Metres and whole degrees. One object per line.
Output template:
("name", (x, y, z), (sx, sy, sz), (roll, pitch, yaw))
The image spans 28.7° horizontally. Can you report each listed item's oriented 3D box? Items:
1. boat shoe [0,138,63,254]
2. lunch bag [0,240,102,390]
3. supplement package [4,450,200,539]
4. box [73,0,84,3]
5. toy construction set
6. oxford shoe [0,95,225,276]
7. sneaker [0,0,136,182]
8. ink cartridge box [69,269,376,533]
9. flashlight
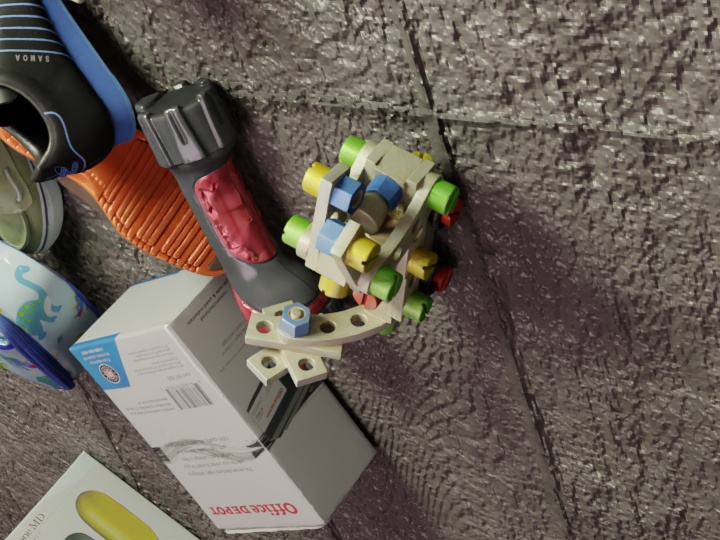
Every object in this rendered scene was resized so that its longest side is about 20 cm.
("boat shoe", (-0.277, -0.079, 1.059), (0.072, 0.062, 0.200), (22, 143, 23))
("lunch bag", (-0.316, 0.014, 1.144), (0.199, 0.083, 0.161), (24, 162, 20))
("supplement package", (-0.252, 0.318, 1.393), (0.200, 0.152, 0.151), (37, 144, 4))
("box", (-0.219, -0.238, 0.819), (0.199, 0.082, 0.069), (27, 144, 15))
("toy construction set", (0.000, 0.000, 0.837), (0.092, 0.131, 0.200), (35, 145, 6))
("oxford shoe", (-0.165, -0.067, 0.987), (0.200, 0.071, 0.073), (39, 174, -5))
("sneaker", (-0.231, -0.148, 0.908), (0.200, 0.078, 0.070), (51, 147, 5))
("ink cartridge box", (-0.104, 0.101, 1.082), (0.144, 0.084, 0.200), (-13, 119, 49))
("flashlight", (-0.075, -0.030, 0.934), (0.201, 0.067, 0.068), (66, 175, -26))
